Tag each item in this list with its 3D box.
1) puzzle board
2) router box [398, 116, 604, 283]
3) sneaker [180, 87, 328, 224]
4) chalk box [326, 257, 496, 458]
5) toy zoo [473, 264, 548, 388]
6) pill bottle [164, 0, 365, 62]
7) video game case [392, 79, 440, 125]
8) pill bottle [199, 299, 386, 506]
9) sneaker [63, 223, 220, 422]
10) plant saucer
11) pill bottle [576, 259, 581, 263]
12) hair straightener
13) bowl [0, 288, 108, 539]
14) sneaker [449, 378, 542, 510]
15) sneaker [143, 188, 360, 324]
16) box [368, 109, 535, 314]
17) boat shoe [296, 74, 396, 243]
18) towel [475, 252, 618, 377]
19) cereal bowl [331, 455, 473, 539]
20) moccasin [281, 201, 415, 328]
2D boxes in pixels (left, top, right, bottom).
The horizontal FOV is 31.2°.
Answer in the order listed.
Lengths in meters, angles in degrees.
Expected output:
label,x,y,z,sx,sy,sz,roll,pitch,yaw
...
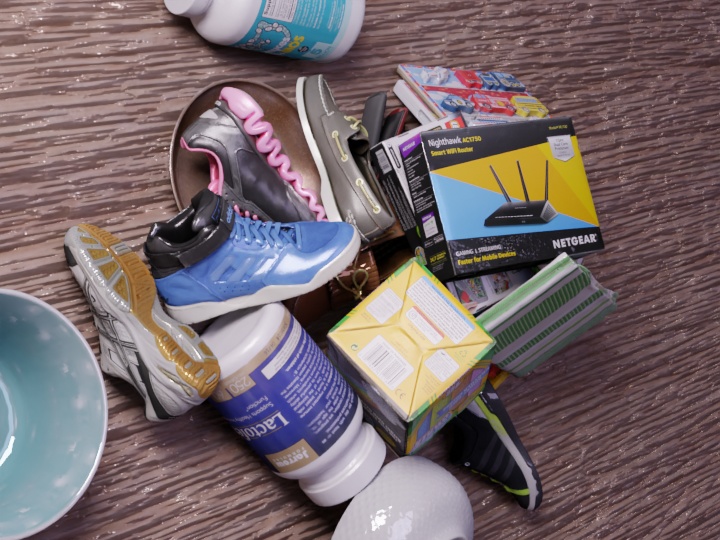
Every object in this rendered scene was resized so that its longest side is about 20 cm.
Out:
label,x,y,z,sx,sy,sz,roll,pitch,yaw
puzzle board,0.155,-0.194,1.525,0.199,0.017,0.151,-4,44,-42
router box,0.147,-0.074,1.329,0.199,0.051,0.150,-10,82,-32
sneaker,-0.105,-0.077,1.267,0.095,0.079,0.200,-38,108,-15
chalk box,0.050,0.102,1.325,0.124,0.200,0.124,-41,74,-14
toy zoo,0.151,0.073,1.458,0.200,0.020,0.131,-46,137,6
pill bottle,-0.100,-0.280,1.317,0.199,0.111,0.111,3,80,-40
video game case,0.142,-0.151,1.486,0.143,0.017,0.200,-3,44,-42
pill bottle,-0.069,0.131,1.265,0.200,0.115,0.116,51,54,-21
sneaker,-0.220,0.052,1.178,0.200,0.088,0.076,53,28,7
plant saucer,-0.119,-0.094,1.316,0.200,0.037,0.202,9,76,-41
pill bottle,0.152,-0.039,1.477,0.199,0.115,0.116,2,80,-37
hair straightener,-0.009,-0.114,1.421,0.077,0.041,0.201,34,66,-31
bowl,-0.319,0.120,1.055,0.200,0.105,0.202,8,77,-39
sneaker,0.142,0.205,1.484,0.083,0.072,0.201,-29,115,-1
sneaker,-0.106,-0.030,1.212,0.077,0.199,0.112,-98,169,-56
box,0.098,-0.057,1.352,0.110,0.035,0.201,-24,91,-29
boat shoe,-0.016,-0.119,1.321,0.072,0.060,0.203,36,34,-61
towel,0.197,0.051,1.395,0.023,0.152,0.200,57,13,25
cereal bowl,0.053,0.295,1.310,0.200,0.083,0.201,-30,130,-43
moccasin,0.000,0.001,1.356,0.201,0.078,0.074,-32,139,-29
